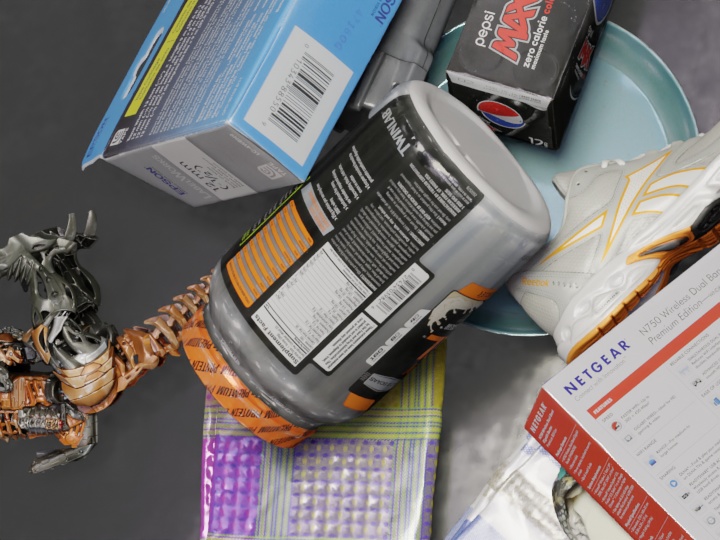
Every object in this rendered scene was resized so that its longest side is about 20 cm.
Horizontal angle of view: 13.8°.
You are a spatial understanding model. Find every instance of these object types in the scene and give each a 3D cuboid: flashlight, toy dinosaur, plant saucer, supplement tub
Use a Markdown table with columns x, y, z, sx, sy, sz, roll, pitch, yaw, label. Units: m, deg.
| x | y | z | sx | sy | sz | roll | pitch | yaw | label |
| --- | --- | --- | --- | --- | --- | --- | --- | --- | --- |
| 0.032 | -0.171 | 1.752 | 0.068 | 0.068 | 0.201 | 19 | 73 | 12 | flashlight |
| -0.175 | 0.042 | 1.766 | 0.199 | 0.102 | 0.136 | -23 | 89 | -13 | toy dinosaur |
| 0.102 | -0.057 | 1.745 | 0.199 | 0.027 | 0.202 | -3 | 75 | 10 | plant saucer |
| 0.000 | 0.000 | 1.668 | 0.200 | 0.122 | 0.123 | -43 | 73 | 17 | supplement tub |

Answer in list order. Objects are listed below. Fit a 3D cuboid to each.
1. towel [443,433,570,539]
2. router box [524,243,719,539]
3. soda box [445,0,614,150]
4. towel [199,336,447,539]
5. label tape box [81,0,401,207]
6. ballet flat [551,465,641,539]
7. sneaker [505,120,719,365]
| x | y | z | sx | sy | sz | roll | pitch | yaw | label |
| --- | --- | --- | --- | --- | --- | --- | --- | --- | --- |
| 0.152 | 0.137 | 1.700 | 0.147 | 0.024 | 0.200 | 40 | 90 | 14 | towel |
| 0.223 | 0.083 | 1.639 | 0.200 | 0.049 | 0.180 | -35 | 71 | -27 | router box |
| 0.115 | -0.175 | 1.729 | 0.070 | 0.063 | 0.201 | 16 | 68 | 14 | soda box |
| -0.022 | 0.106 | 1.734 | 0.143 | 0.023 | 0.201 | 0 | 74 | 10 | towel |
| -0.071 | -0.115 | 1.733 | 0.066 | 0.200 | 0.144 | 35 | 69 | -21 | label tape box |
| 0.182 | 0.175 | 1.641 | 0.200 | 0.072 | 0.072 | 42 | 88 | 11 | ballet flat |
| 0.160 | -0.044 | 1.683 | 0.200 | 0.076 | 0.092 | -45 | 69 | -5 | sneaker |
